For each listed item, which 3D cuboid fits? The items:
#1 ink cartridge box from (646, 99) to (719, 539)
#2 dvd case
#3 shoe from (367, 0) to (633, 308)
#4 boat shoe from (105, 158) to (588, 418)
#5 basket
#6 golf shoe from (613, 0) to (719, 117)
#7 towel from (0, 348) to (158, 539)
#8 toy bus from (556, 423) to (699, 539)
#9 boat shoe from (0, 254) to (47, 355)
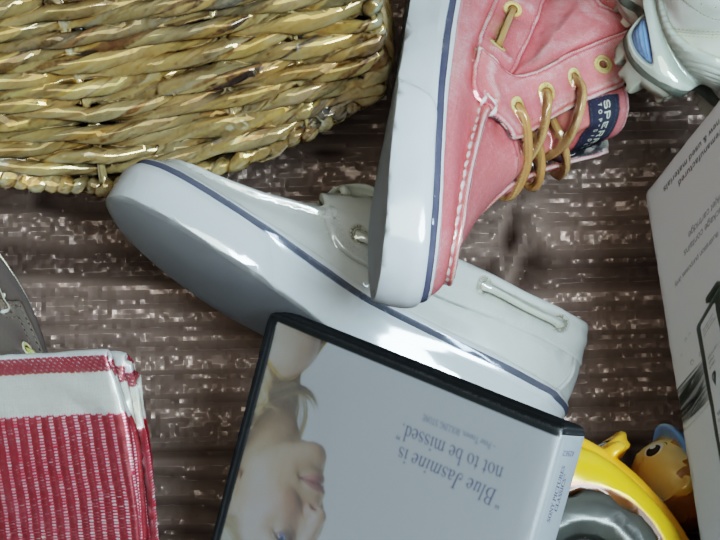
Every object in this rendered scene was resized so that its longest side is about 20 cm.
[{"bbox_3d":[0.191,0.042,0.708,0.145,0.084,0.201,11,51,-19],"label":"ink cartridge box"},{"bbox_3d":[-0.005,0.129,0.717,0.142,0.018,0.201,20,98,41],"label":"dvd case"},{"bbox_3d":[0.056,-0.058,0.766,0.091,0.072,0.200,11,42,-1],"label":"shoe"},{"bbox_3d":[0.000,0.000,0.788,0.200,0.072,0.066,27,71,-8],"label":"boat shoe"},{"bbox_3d":[-0.088,-0.121,0.821,0.199,0.149,0.143,-9,116,0],"label":"basket"},{"bbox_3d":[0.136,-0.157,0.780,0.078,0.097,0.201,7,54,-27],"label":"golf shoe"},{"bbox_3d":[-0.136,0.130,0.748,0.144,0.023,0.201,-4,95,20],"label":"towel"},{"bbox_3d":[0.143,0.120,0.757,0.192,0.136,0.200,-38,80,-17],"label":"toy bus"},{"bbox_3d":[-0.149,0.053,0.786,0.072,0.060,0.201,-20,90,-12],"label":"boat shoe"}]
